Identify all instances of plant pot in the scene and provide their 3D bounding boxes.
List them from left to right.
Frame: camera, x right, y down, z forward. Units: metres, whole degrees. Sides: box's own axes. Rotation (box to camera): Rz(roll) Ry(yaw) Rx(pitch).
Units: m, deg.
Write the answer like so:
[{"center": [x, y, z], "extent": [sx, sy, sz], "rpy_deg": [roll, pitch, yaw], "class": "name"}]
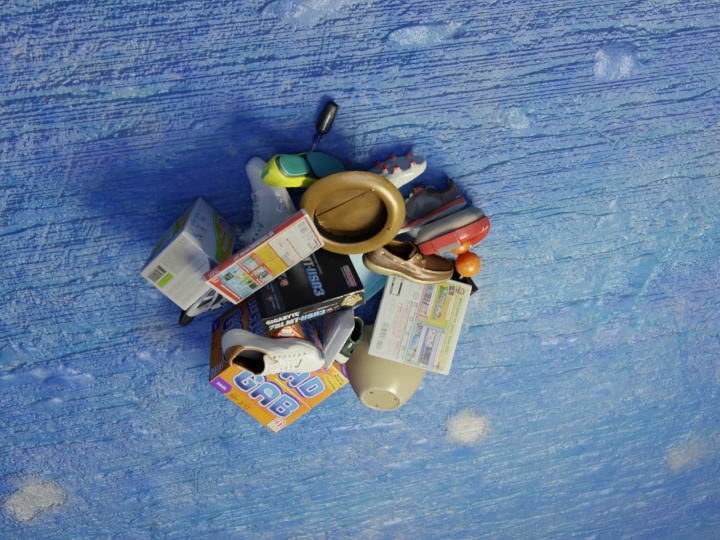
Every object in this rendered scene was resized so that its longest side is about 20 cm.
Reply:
[{"center": [0.054, 0.237, 1.266], "extent": [0.199, 0.135, 0.201], "rpy_deg": [5, 138, 5], "class": "plant pot"}]

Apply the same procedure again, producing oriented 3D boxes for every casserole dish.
[{"center": [0.000, 0.000, 1.210], "extent": [0.200, 0.039, 0.121], "rpy_deg": [-40, 120, 12], "class": "casserole dish"}]

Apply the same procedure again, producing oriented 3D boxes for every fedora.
[{"center": [-0.017, -0.121, 1.044], "extent": [0.200, 0.082, 0.201], "rpy_deg": [0, 130, 0], "class": "fedora"}]

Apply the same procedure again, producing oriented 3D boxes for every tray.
[{"center": [-0.049, 0.096, 1.095], "extent": [0.022, 0.200, 0.108], "rpy_deg": [24, 112, -14], "class": "tray"}]

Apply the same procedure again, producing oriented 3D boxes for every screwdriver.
[{"center": [-0.094, -0.230, 1.062], "extent": [0.029, 0.028, 0.200], "rpy_deg": [3, 127, -48], "class": "screwdriver"}]

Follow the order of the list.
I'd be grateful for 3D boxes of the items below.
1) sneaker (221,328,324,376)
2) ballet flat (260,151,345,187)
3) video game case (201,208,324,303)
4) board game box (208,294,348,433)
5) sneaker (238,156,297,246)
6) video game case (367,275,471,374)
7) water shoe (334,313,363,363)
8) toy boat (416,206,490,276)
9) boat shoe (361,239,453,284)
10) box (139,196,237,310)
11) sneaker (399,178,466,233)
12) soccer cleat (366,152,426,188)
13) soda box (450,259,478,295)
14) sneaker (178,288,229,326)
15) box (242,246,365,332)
[{"center": [-0.153, 0.168, 1.012], "extent": [0.199, 0.085, 0.073], "rpy_deg": [13, 115, -25], "class": "sneaker"}, {"center": [-0.108, -0.181, 1.027], "extent": [0.067, 0.200, 0.067], "rpy_deg": [-31, 81, 33], "class": "ballet flat"}, {"center": [-0.162, -0.020, 0.968], "extent": [0.200, 0.017, 0.143], "rpy_deg": [-35, 161, -4], "class": "video game case"}, {"center": [-0.175, 0.172, 1.178], "extent": [0.200, 0.200, 0.200], "rpy_deg": [-36, 121, 9], "class": "board game box"}, {"center": [-0.186, -0.103, 1.045], "extent": [0.115, 0.074, 0.200], "rpy_deg": [-34, 102, -23], "class": "sneaker"}, {"center": [0.127, 0.104, 1.193], "extent": [0.181, 0.022, 0.201], "rpy_deg": [16, 89, -5], "class": "video game case"}, {"center": [-0.021, 0.126, 1.184], "extent": [0.071, 0.200, 0.079], "rpy_deg": [43, 107, -14], "class": "water shoe"}, {"center": [0.202, -0.050, 1.125], "extent": [0.130, 0.200, 0.131], "rpy_deg": [-21, 91, 24], "class": "toy boat"}, {"center": [0.106, -0.023, 1.146], "extent": [0.199, 0.072, 0.068], "rpy_deg": [11, 134, -14], "class": "boat shoe"}, {"center": [-0.307, -0.038, 1.023], "extent": [0.112, 0.200, 0.101], "rpy_deg": [-41, 113, 11], "class": "box"}, {"center": [0.113, -0.132, 1.151], "extent": [0.199, 0.077, 0.082], "rpy_deg": [-22, 95, 2], "class": "sneaker"}, {"center": [0.039, -0.170, 1.105], "extent": [0.199, 0.069, 0.078], "rpy_deg": [-20, 128, 9], "class": "soccer cleat"}, {"center": [0.164, 0.070, 1.267], "extent": [0.200, 0.071, 0.063], "rpy_deg": [-40, 122, 13], "class": "soda box"}, {"center": [-0.301, 0.054, 1.157], "extent": [0.088, 0.074, 0.200], "rpy_deg": [34, 109, -25], "class": "sneaker"}, {"center": [-0.113, 0.009, 1.083], "extent": [0.198, 0.200, 0.050], "rpy_deg": [-16, 138, -9], "class": "box"}]
